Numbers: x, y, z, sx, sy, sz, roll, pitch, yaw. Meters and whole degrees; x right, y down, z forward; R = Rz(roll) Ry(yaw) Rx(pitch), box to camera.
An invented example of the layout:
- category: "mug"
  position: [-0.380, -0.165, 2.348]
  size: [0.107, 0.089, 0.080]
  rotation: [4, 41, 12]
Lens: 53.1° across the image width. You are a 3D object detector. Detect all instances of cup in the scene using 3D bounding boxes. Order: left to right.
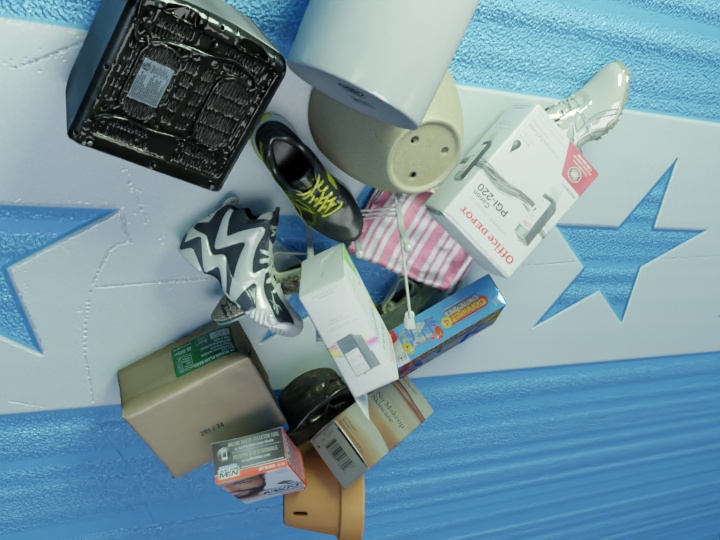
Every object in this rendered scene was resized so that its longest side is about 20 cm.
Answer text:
- category: "cup"
  position: [0.050, -0.177, 0.900]
  size: [0.198, 0.144, 0.202]
  rotation: [-15, 133, -16]

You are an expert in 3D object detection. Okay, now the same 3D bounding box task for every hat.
- category: "hat"
  position: [-0.081, 0.214, 1.201]
  size: [0.200, 0.081, 0.201]
  rotation: [-34, 164, -11]

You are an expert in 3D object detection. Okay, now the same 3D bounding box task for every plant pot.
- category: "plant pot"
  position: [-0.071, 0.386, 1.303]
  size: [0.138, 0.201, 0.202]
  rotation: [-1, 130, -7]

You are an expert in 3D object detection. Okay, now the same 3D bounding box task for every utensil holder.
- category: "utensil holder"
  position: [0.032, -0.272, 0.746]
  size: [0.169, 0.169, 0.202]
  rotation: [23, 94, -40]

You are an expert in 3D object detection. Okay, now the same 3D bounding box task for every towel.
- category: "towel"
  position: [0.093, -0.051, 1.068]
  size: [0.198, 0.030, 0.147]
  rotation: [23, 114, -18]

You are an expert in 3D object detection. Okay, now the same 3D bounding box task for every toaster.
- category: "toaster"
  position: [-0.193, -0.208, 0.757]
  size: [0.180, 0.119, 0.201]
  rotation: [16, 119, -38]

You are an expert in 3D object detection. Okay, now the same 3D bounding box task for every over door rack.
- category: "over door rack"
  position: [0.000, 0.000, 1.002]
  size: [0.146, 0.067, 0.203]
  rotation: [-6, 100, -2]

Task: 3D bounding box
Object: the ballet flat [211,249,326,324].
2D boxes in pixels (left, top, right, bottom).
- category: "ballet flat"
  position: [-0.126, 0.012, 1.034]
  size: [0.198, 0.068, 0.076]
  rotation: [-18, 113, -22]

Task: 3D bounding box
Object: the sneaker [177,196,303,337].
- category: "sneaker"
  position: [-0.127, -0.015, 0.953]
  size: [0.199, 0.079, 0.130]
  rotation: [41, 94, 0]

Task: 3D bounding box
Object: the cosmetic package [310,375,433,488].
- category: "cosmetic package"
  position: [0.023, 0.265, 1.230]
  size: [0.199, 0.104, 0.087]
  rotation: [-29, 166, -49]

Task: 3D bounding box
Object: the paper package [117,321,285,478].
- category: "paper package"
  position: [-0.239, 0.193, 1.093]
  size: [0.198, 0.104, 0.192]
  rotation: [-25, 136, -6]

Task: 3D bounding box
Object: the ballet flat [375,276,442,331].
- category: "ballet flat"
  position: [0.099, 0.020, 1.159]
  size: [0.200, 0.067, 0.064]
  rotation: [-44, 107, 9]

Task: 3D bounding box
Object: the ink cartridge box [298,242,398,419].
- category: "ink cartridge box"
  position: [-0.007, 0.080, 0.942]
  size: [0.067, 0.117, 0.201]
  rotation: [-24, 113, 7]

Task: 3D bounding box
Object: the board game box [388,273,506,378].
- category: "board game box"
  position: [0.132, 0.097, 1.181]
  size: [0.199, 0.056, 0.196]
  rotation: [-30, 167, -2]

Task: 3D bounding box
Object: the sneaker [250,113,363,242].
- category: "sneaker"
  position: [-0.066, -0.103, 0.905]
  size: [0.074, 0.085, 0.200]
  rotation: [-41, 114, 6]

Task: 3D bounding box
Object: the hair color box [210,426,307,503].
- category: "hair color box"
  position: [-0.153, 0.308, 1.122]
  size: [0.110, 0.065, 0.201]
  rotation: [-13, 153, -1]

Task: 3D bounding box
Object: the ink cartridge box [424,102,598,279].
- category: "ink cartridge box"
  position: [0.209, -0.112, 1.009]
  size: [0.145, 0.085, 0.200]
  rotation: [42, 91, -18]

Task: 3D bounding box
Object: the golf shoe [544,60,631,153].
- category: "golf shoe"
  position: [0.311, -0.223, 1.056]
  size: [0.096, 0.079, 0.201]
  rotation: [17, 117, -31]
